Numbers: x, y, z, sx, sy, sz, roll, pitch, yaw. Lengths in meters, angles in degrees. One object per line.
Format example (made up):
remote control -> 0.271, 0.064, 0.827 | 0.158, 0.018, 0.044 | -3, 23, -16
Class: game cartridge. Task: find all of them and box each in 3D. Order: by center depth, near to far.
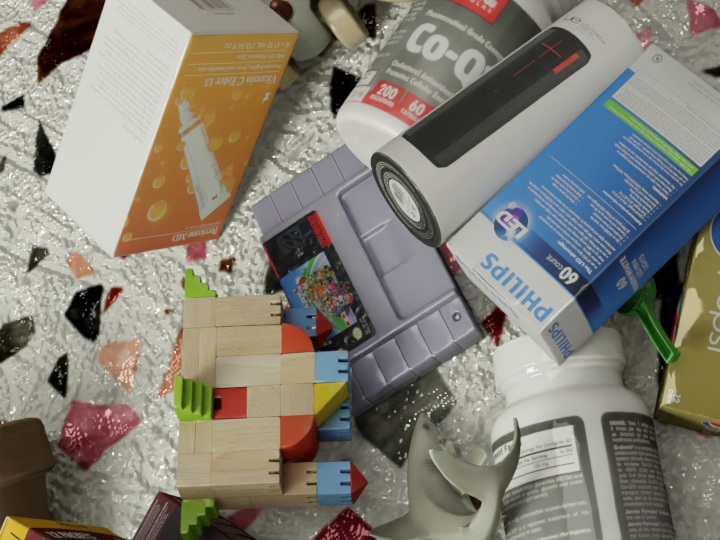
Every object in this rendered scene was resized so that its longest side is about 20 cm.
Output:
game cartridge -> 0.000, 0.000, 1.181 | 0.129, 0.038, 0.201 | -30, 65, 7

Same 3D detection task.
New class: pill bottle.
pill bottle -> 0.152, 0.148, 1.023 | 0.115, 0.116, 0.203 | -14, 69, 19
pill bottle -> 0.079, -0.162, 1.140 | 0.113, 0.114, 0.201 | 27, 76, 27

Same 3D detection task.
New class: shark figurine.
shark figurine -> 0.052, 0.168, 1.025 | 0.088, 0.214, 0.130 | -5, 87, -10

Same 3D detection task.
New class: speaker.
speaker -> 0.107, -0.105, 1.045 | 0.199, 0.082, 0.081 | -36, 62, -14

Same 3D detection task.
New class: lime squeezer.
lime squeezer -> 0.166, 0.004, 1.059 | 0.200, 0.070, 0.038 | 44, 133, 33

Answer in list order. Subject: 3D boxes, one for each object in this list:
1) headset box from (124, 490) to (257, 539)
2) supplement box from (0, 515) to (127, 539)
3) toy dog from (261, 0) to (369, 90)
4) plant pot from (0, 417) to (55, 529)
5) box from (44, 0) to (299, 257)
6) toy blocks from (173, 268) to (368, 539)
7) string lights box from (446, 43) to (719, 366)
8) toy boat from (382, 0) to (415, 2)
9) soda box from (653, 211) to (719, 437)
headset box -> -0.114, 0.273, 1.121 | 0.199, 0.077, 0.150 | 28, 87, 26
supplement box -> -0.168, 0.301, 1.018 | 0.198, 0.133, 0.199 | 19, 86, 26
toy dog -> -0.081, -0.248, 1.255 | 0.200, 0.096, 0.132 | 39, 89, 27
plant pot -> -0.318, 0.232, 1.174 | 0.198, 0.200, 0.177 | -22, 85, 15
box -> -0.153, -0.126, 1.189 | 0.097, 0.124, 0.202 | 40, 121, 27
toy blocks -> -0.064, 0.096, 1.109 | 0.135, 0.100, 0.202 | -3, 61, 2
string lights box -> 0.166, -0.046, 1.006 | 0.200, 0.059, 0.103 | -43, 56, -2
toy boat -> 0.020, -0.322, 1.191 | 0.129, 0.131, 0.202 | 8, 56, 4
soda box -> 0.258, 0.011, 1.040 | 0.063, 0.068, 0.202 | 14, 79, 9
